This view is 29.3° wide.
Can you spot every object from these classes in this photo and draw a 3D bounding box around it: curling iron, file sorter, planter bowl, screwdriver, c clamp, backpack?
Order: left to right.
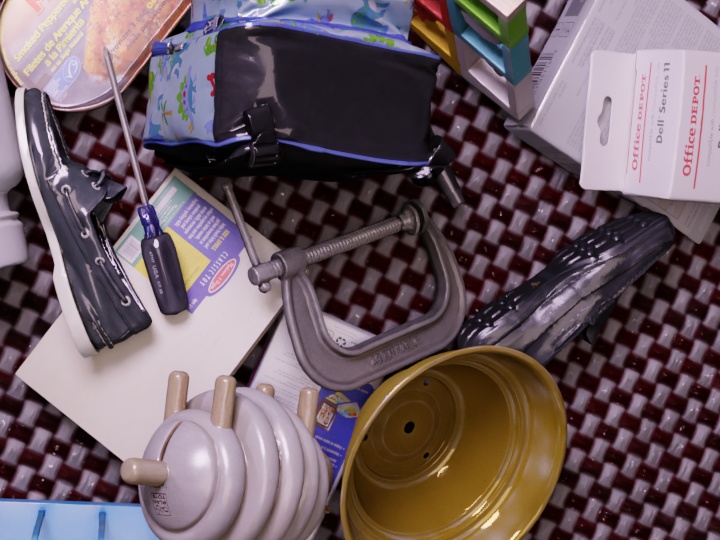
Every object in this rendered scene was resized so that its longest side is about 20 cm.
[{"bbox_3d":[-0.238,0.248,1.000,0.198,0.123,0.140,4,91,-10],"label":"file sorter"},{"bbox_3d":[-0.164,-0.064,1.010,0.028,0.029,0.202,-21,97,-37],"label":"screwdriver"},{"bbox_3d":[-0.057,-0.137,0.982,0.182,0.199,0.148,3,90,-32],"label":"backpack"},{"bbox_3d":[0.000,0.000,1.049,0.199,0.027,0.172,-14,91,-37],"label":"c clamp"},{"bbox_3d":[0.025,-0.135,1.084,0.201,0.025,0.050,59,42,-10],"label":"curling iron"},{"bbox_3d":[0.054,0.135,1.053,0.199,0.083,0.202,-12,116,-26],"label":"planter bowl"}]

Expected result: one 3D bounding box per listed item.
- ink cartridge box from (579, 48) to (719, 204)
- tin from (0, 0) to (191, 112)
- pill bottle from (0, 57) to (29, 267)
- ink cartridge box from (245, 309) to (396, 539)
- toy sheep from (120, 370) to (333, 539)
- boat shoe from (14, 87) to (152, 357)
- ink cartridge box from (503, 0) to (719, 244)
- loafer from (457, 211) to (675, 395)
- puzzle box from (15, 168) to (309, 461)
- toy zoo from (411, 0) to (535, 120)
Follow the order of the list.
[{"bbox_3d":[0.276,-0.112,1.084,0.198,0.067,0.118,1,97,-24],"label":"ink cartridge box"},{"bbox_3d":[-0.192,-0.210,1.042,0.112,0.042,0.200,40,84,-13],"label":"tin"},{"bbox_3d":[-0.303,-0.095,0.985,0.113,0.114,0.202,-13,93,-9],"label":"pill bottle"},{"bbox_3d":[-0.054,0.130,1.074,0.094,0.037,0.201,24,85,-10],"label":"ink cartridge box"},{"bbox_3d":[-0.093,0.143,0.979,0.199,0.137,0.139,13,89,-45],"label":"toy sheep"},{"bbox_3d":[-0.199,-0.041,1.003,0.066,0.075,0.201,-15,87,-1],"label":"boat shoe"},{"bbox_3d":[0.234,-0.138,1.125,0.199,0.047,0.161,30,85,-26],"label":"ink cartridge box"},{"bbox_3d":[0.170,0.026,1.099,0.200,0.068,0.071,-35,107,-4],"label":"loafer"},{"bbox_3d":[-0.148,0.040,1.046,0.133,0.025,0.200,37,85,6],"label":"puzzle box"},{"bbox_3d":[0.074,-0.184,1.016,0.020,0.200,0.131,-44,72,-6],"label":"toy zoo"}]
